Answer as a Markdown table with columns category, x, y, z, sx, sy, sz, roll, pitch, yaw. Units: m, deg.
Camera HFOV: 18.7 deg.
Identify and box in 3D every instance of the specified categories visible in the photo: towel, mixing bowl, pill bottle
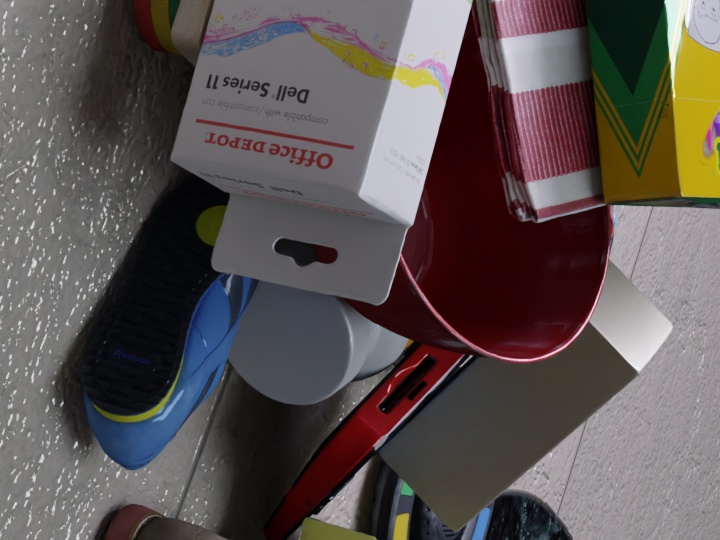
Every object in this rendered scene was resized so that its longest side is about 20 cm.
| category | x | y | z | sx | sy | sz | roll | pitch | yaw |
| --- | --- | --- | --- | --- | --- | --- | --- | --- | --- |
| towel | 0.112 | -0.134 | 1.238 | 0.143 | 0.023 | 0.202 | -14 | 95 | -49 |
| mixing bowl | 0.040 | -0.040 | 1.236 | 0.199 | 0.108 | 0.202 | 13 | 72 | -44 |
| pill bottle | 0.000 | 0.000 | 1.356 | 0.200 | 0.115 | 0.117 | -39 | 134 | -54 |

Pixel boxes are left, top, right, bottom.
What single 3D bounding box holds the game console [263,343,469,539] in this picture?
| category | x | y | z | sx | sy | sz | roll | pitch | yaw |
| --- | --- | --- | --- | --- | --- | --- | --- | --- | --- |
| game console | 0.025 | 0.087 | 1.398 | 0.200 | 0.031 | 0.177 | -43 | 172 | -29 |

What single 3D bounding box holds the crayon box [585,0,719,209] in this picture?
| category | x | y | z | sx | sy | sz | roll | pitch | yaw |
| --- | --- | --- | --- | --- | --- | --- | --- | --- | --- |
| crayon box | 0.210 | -0.125 | 1.292 | 0.199 | 0.058 | 0.174 | -1 | 85 | -52 |

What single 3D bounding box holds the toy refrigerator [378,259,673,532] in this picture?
| category | x | y | z | sx | sy | sz | roll | pitch | yaw |
| --- | --- | --- | --- | --- | --- | --- | --- | --- | --- |
| toy refrigerator | 0.104 | 0.076 | 1.392 | 0.200 | 0.076 | 0.070 | -47 | 177 | 39 |

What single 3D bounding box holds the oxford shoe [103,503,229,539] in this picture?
| category | x | y | z | sx | sy | sz | roll | pitch | yaw |
| --- | --- | --- | --- | --- | --- | --- | --- | --- | --- |
| oxford shoe | -0.084 | 0.198 | 1.307 | 0.200 | 0.074 | 0.071 | 42 | 62 | -62 |

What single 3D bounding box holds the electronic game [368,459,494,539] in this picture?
| category | x | y | z | sx | sy | sz | roll | pitch | yaw |
| --- | --- | --- | --- | --- | --- | --- | --- | --- | --- |
| electronic game | 0.059 | 0.172 | 1.638 | 0.200 | 0.041 | 0.202 | -36 | 131 | -55 |

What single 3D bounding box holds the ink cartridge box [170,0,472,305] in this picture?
| category | x | y | z | sx | sy | sz | roll | pitch | yaw |
| --- | --- | --- | --- | --- | --- | --- | --- | --- | --- |
| ink cartridge box | -0.021 | -0.094 | 1.110 | 0.067 | 0.116 | 0.202 | 29 | 74 | -62 |

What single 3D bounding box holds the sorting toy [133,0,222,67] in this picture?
| category | x | y | z | sx | sy | sz | roll | pitch | yaw |
| --- | --- | --- | --- | --- | --- | --- | --- | --- | --- |
| sorting toy | -0.049 | -0.182 | 1.232 | 0.199 | 0.069 | 0.202 | 43 | 62 | -61 |

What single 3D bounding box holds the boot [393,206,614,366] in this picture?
| category | x | y | z | sx | sy | sz | roll | pitch | yaw |
| --- | --- | --- | --- | --- | --- | --- | --- | --- | --- |
| boot | 0.094 | -0.010 | 1.503 | 0.073 | 0.149 | 0.202 | -36 | 132 | -64 |

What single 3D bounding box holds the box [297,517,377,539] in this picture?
| category | x | y | z | sx | sy | sz | roll | pitch | yaw |
| --- | --- | --- | --- | --- | --- | --- | --- | --- | --- |
| box | -0.014 | 0.211 | 1.425 | 0.200 | 0.050 | 0.076 | 73 | 32 | -77 |

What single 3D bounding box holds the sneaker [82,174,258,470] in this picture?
| category | x | y | z | sx | sy | sz | roll | pitch | yaw |
| --- | --- | --- | --- | --- | --- | --- | --- | --- | --- |
| sneaker | -0.096 | 0.021 | 1.233 | 0.079 | 0.065 | 0.201 | 84 | 28 | -55 |

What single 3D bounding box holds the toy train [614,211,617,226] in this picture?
| category | x | y | z | sx | sy | sz | roll | pitch | yaw |
| --- | --- | --- | --- | --- | --- | --- | --- | --- | --- |
| toy train | 0.150 | -0.035 | 1.733 | 0.200 | 0.055 | 0.152 | 37 | 65 | -66 |
